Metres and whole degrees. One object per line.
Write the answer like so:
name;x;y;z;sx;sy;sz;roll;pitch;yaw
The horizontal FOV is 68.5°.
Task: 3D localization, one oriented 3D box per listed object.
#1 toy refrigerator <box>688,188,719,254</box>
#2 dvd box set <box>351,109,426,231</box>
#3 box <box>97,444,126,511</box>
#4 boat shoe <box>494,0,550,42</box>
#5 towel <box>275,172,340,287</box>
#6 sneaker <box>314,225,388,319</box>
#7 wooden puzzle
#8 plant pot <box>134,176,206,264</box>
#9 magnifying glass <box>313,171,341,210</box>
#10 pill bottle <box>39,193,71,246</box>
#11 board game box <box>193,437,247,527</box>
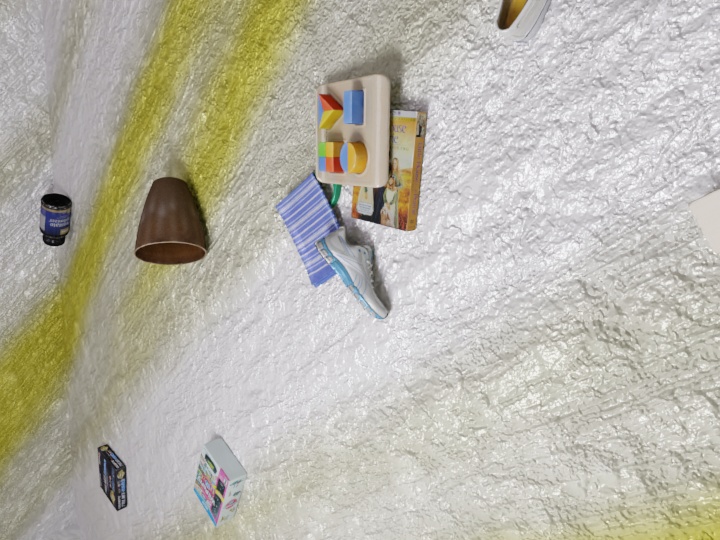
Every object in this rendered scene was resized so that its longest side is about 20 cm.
toy refrigerator;0.457;-0.087;0.535;0.199;0.075;0.071;-34;75;42
dvd box set;0.047;-0.184;0.953;0.145;0.029;0.205;19;112;41
box;-1.050;0.873;2.237;0.196;0.049;0.205;20;111;40
boat shoe;0.231;-0.411;0.697;0.071;0.069;0.203;40;124;32
towel;-0.097;-0.079;1.103;0.144;0.024;0.203;-30;85;43
sneaker;0.000;0.000;1.013;0.086;0.075;0.201;-37;85;0
wooden puzzle;-0.028;-0.251;0.964;0.198;0.046;0.190;15;108;49
plant pot;-0.515;-0.140;1.435;0.185;0.184;0.205;-23;67;44
magnifying glass;-0.048;-0.205;1.052;0.080;0.022;0.201;52;131;24
pill bottle;-1.265;-0.207;2.191;0.112;0.111;0.203;43;126;30
board game box;-0.414;0.618;1.546;0.147;0.064;0.203;39;124;33
